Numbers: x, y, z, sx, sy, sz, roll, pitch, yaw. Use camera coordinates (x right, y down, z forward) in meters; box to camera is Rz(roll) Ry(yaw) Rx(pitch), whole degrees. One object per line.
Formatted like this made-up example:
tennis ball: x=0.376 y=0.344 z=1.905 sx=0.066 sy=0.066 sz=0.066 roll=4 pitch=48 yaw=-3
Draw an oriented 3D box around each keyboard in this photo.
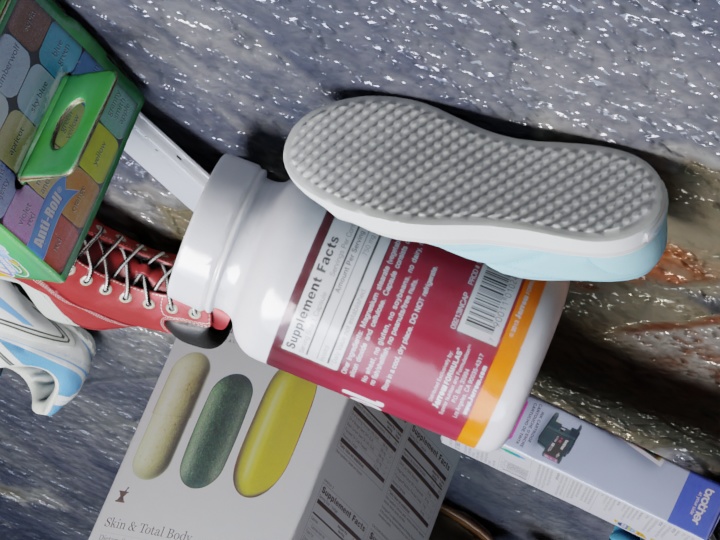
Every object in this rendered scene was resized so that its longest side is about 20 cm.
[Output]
keyboard: x=-0.073 y=-0.027 z=1.448 sx=0.200 sy=0.011 sz=0.056 roll=43 pitch=164 yaw=-22

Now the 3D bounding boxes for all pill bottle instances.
pill bottle: x=0.003 y=0.012 z=1.373 sx=0.200 sy=0.113 sz=0.113 roll=22 pitch=158 yaw=2

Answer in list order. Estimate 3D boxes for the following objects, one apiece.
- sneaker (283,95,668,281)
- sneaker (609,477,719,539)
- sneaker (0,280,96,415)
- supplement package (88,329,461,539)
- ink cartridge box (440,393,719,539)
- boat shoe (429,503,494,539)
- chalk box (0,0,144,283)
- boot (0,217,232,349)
sneaker: x=0.058 y=-0.029 z=1.278 sx=0.200 sy=0.074 sz=0.082 roll=15 pitch=154 yaw=19
sneaker: x=0.214 y=0.163 z=1.575 sx=0.082 sy=0.073 sz=0.200 roll=25 pitch=158 yaw=-4
sneaker: x=-0.266 y=0.031 z=1.730 sx=0.200 sy=0.073 sz=0.072 roll=37 pitch=156 yaw=-30
supplement package: x=-0.056 y=0.152 z=1.636 sx=0.152 sy=0.200 sz=0.151 roll=7 pitch=153 yaw=33
ink cartridge box: x=0.141 y=0.119 z=1.471 sx=0.200 sy=0.042 sz=0.119 roll=27 pitch=171 yaw=7
boat shoe: x=0.020 y=0.180 z=1.814 sx=0.200 sy=0.076 sz=0.072 roll=22 pitch=157 yaw=-26
chalk box: x=-0.206 y=-0.078 z=1.348 sx=0.200 sy=0.125 sz=0.124 roll=7 pitch=154 yaw=36
boot: x=-0.153 y=-0.009 z=1.535 sx=0.144 sy=0.073 sz=0.200 roll=11 pitch=164 yaw=25
